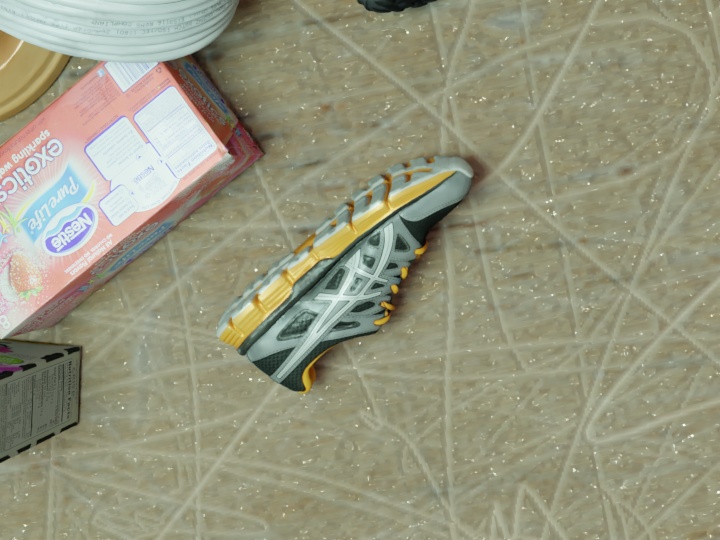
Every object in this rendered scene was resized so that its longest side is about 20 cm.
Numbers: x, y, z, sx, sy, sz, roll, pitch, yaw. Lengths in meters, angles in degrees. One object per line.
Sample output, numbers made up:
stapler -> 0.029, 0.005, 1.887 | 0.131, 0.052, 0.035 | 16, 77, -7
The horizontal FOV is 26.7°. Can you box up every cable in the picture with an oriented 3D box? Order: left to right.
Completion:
cable -> -0.166, -0.206, 0.950 | 0.198, 0.201, 0.070 | 4, 133, -15

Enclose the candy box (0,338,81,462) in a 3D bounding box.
candy box -> -0.279, 0.083, 0.983 | 0.135, 0.200, 0.062 | 5, 95, 9

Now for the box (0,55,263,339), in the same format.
box -> -0.176, -0.055, 1.008 | 0.200, 0.095, 0.103 | -38, 86, 11

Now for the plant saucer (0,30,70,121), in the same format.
plant saucer -> -0.288, -0.199, 1.051 | 0.198, 0.037, 0.202 | 1, 93, 12

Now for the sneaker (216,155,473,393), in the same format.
sneaker -> 0.000, 0.000, 0.994 | 0.200, 0.078, 0.077 | -39, 99, 14

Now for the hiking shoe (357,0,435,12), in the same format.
hiking shoe -> 0.056, -0.254, 0.970 | 0.200, 0.076, 0.101 | -45, 76, 1
